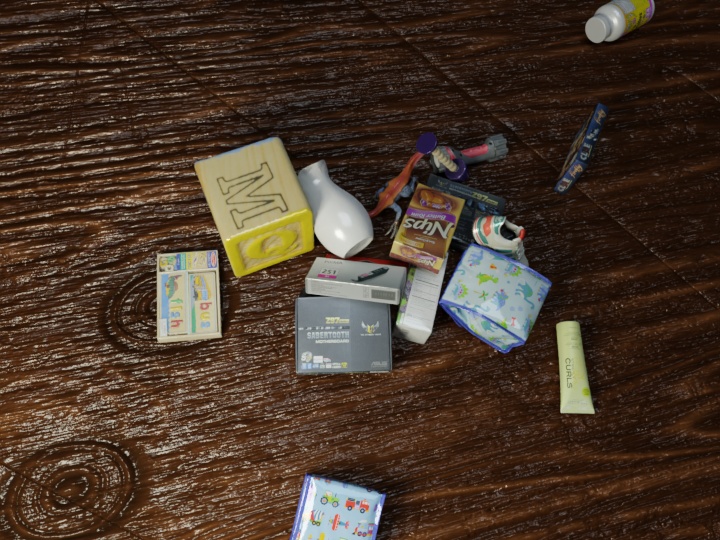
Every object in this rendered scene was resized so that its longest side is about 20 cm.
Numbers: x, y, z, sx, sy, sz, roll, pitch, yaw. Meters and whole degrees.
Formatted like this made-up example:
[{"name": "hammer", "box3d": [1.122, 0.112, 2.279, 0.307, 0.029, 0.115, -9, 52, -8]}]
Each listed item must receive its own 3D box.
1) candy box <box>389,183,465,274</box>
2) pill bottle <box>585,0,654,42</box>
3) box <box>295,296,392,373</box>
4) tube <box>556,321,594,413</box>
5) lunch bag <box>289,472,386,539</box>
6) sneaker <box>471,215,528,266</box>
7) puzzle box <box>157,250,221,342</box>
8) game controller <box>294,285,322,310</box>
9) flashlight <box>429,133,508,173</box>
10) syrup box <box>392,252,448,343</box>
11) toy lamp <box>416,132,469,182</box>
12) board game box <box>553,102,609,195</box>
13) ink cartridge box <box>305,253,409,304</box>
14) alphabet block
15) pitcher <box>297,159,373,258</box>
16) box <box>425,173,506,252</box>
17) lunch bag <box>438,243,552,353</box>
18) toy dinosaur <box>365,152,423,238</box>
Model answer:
[{"name": "candy box", "box3d": [0.152, -0.096, 1.400, 0.116, 0.057, 0.200, 20, 53, 5]}, {"name": "pill bottle", "box3d": [0.752, -0.736, 1.827, 0.200, 0.104, 0.104, -31, 73, -19]}, {"name": "box", "box3d": [-0.036, 0.135, 1.315, 0.199, 0.051, 0.158, 0, 76, -2]}, {"name": "tube", "box3d": [0.469, 0.213, 1.382, 0.058, 0.052, 0.201, -12, 66, 32]}, {"name": "lunch bag", "box3d": [-0.052, 0.496, 1.165, 0.150, 0.094, 0.201, 15, 73, -3]}, {"name": "sneaker", "box3d": [0.341, -0.054, 1.419, 0.200, 0.093, 0.071, 43, 57, -29]}, {"name": "puzzle box", "box3d": [-0.370, 0.054, 1.355, 0.132, 0.025, 0.201, -5, 66, -10]}, {"name": "game controller", "box3d": [-0.042, 0.092, 1.380, 0.199, 0.042, 0.105, 26, 79, 5]}, {"name": "flashlight", "box3d": [0.273, -0.299, 1.582, 0.199, 0.068, 0.068, -19, 66, -14]}, {"name": "syrup box", "box3d": [0.133, 0.051, 1.393, 0.081, 0.079, 0.201, 15, 64, 0]}, {"name": "toy lamp", "box3d": [0.200, -0.258, 1.473, 0.058, 0.200, 0.058, -10, 72, 32]}, {"name": "board game box", "box3d": [0.557, -0.306, 1.585, 0.035, 0.136, 0.200, 26, 64, 5]}, {"name": "ink cartridge box", "box3d": [0.000, 0.000, 1.351, 0.199, 0.044, 0.174, 6, 33, 10]}, {"name": "alphabet block", "box3d": [-0.224, -0.136, 1.366, 0.196, 0.195, 0.201, -21, 68, -10]}, {"name": "pitcher", "box3d": [-0.065, -0.120, 1.400, 0.121, 0.172, 0.200, -31, 77, -20]}, {"name": "box", "box3d": [0.235, -0.130, 1.506, 0.199, 0.051, 0.158, 19, 65, 2]}, {"name": "lunch bag", "box3d": [0.289, 0.057, 1.386, 0.200, 0.127, 0.170, 32, 65, -3]}, {"name": "toy dinosaur", "box3d": [0.059, -0.184, 1.461, 0.105, 0.201, 0.181, 24, 31, 21]}]
